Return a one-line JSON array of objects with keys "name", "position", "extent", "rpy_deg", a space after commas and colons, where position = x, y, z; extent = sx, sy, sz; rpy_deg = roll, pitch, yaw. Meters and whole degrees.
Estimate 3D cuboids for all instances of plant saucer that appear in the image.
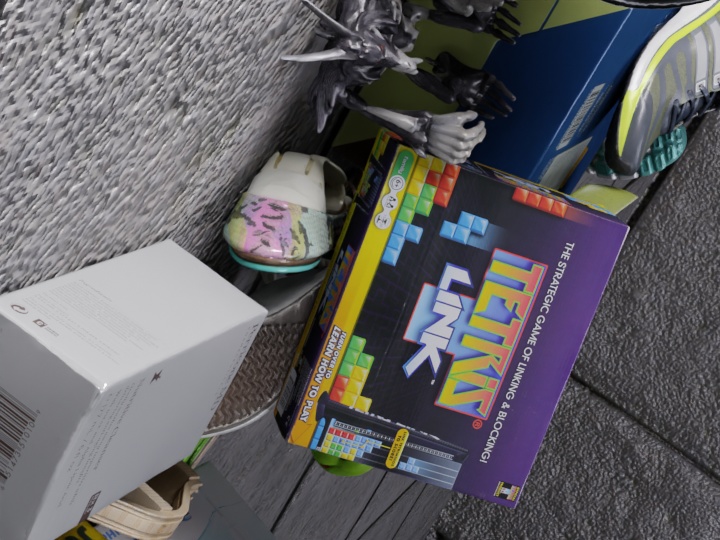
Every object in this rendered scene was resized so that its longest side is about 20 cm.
[{"name": "plant saucer", "position": [0.108, -0.005, 1.205], "extent": [0.199, 0.031, 0.200], "rpy_deg": [-35, 177, -2]}]

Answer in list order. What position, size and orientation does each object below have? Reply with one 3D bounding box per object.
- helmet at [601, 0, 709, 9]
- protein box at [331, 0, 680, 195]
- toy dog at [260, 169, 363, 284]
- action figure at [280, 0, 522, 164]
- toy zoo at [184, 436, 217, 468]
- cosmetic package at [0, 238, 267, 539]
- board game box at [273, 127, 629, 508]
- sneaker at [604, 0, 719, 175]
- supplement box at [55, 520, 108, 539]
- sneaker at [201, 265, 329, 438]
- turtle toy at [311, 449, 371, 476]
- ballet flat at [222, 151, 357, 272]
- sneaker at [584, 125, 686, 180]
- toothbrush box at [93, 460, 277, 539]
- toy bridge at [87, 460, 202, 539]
[{"name": "helmet", "position": [0.146, -0.256, 0.894], "extent": [0.198, 0.192, 0.201], "rpy_deg": [-16, 151, -9]}, {"name": "protein box", "position": [0.114, -0.147, 1.195], "extent": [0.199, 0.134, 0.200], "rpy_deg": [-60, 167, 24]}, {"name": "toy dog", "position": [0.000, 0.000, 1.265], "extent": [0.200, 0.132, 0.096], "rpy_deg": [-40, -166, -28]}, {"name": "action figure", "position": [0.039, -0.133, 1.004], "extent": [0.200, 0.101, 0.120], "rpy_deg": [-14, 121, -60]}, {"name": "toy zoo", "position": [-0.122, 0.094, 1.218], "extent": [0.132, 0.020, 0.200], "rpy_deg": [-53, 168, -6]}, {"name": "cosmetic package", "position": [-0.140, 0.062, 0.911], "extent": [0.113, 0.081, 0.200], "rpy_deg": [-61, 166, 20]}, {"name": "board game box", "position": [0.056, 0.033, 1.071], "extent": [0.057, 0.164, 0.202], "rpy_deg": [-127, -125, -71]}, {"name": "sneaker", "position": [0.240, -0.138, 1.187], "extent": [0.200, 0.081, 0.074], "rpy_deg": [-51, 167, -21]}, {"name": "supplement box", "position": [-0.221, 0.266, 1.093], "extent": [0.109, 0.109, 0.201], "rpy_deg": [-37, 160, -55]}, {"name": "sneaker", "position": [-0.073, 0.055, 1.126], "extent": [0.199, 0.073, 0.085], "rpy_deg": [-25, -174, -18]}, {"name": "turtle toy", "position": [0.035, 0.079, 1.340], "extent": [0.201, 0.145, 0.101], "rpy_deg": [-53, 155, -3]}, {"name": "ballet flat", "position": [-0.039, -0.040, 1.090], "extent": [0.200, 0.069, 0.072], "rpy_deg": [-14, 120, -78]}, {"name": "sneaker", "position": [0.179, -0.127, 1.350], "extent": [0.091, 0.199, 0.078], "rpy_deg": [-29, 124, -43]}, {"name": "toothbrush box", "position": [-0.109, 0.259, 1.233], "extent": [0.146, 0.200, 0.085], "rpy_deg": [-27, 161, -51]}, {"name": "toy bridge", "position": [-0.149, 0.143, 1.075], "extent": [0.027, 0.067, 0.200], "rpy_deg": [-53, 161, 6]}]
